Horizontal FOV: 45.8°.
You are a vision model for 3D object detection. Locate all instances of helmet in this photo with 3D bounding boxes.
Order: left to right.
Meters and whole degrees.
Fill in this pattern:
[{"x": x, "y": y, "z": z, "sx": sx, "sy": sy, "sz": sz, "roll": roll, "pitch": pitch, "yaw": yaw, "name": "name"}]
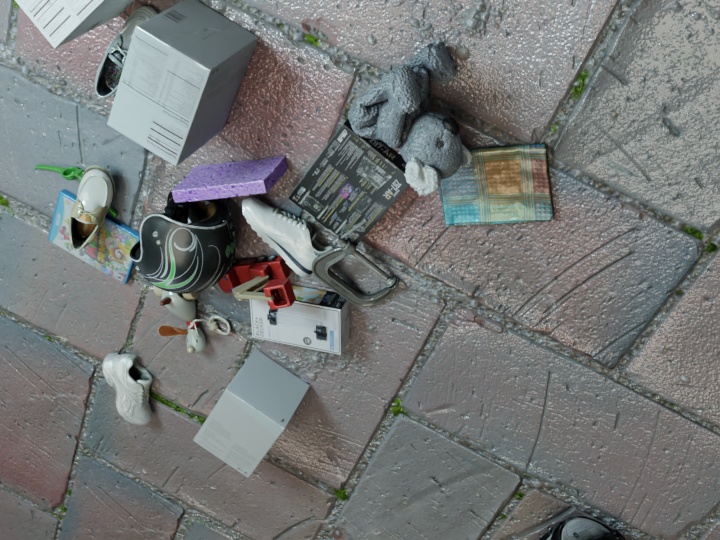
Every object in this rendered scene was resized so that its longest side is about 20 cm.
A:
[{"x": -0.347, "y": -0.048, "z": 1.673, "sx": 0.200, "sy": 0.200, "sz": 0.191, "roll": 23, "pitch": 122, "yaw": 6, "name": "helmet"}]

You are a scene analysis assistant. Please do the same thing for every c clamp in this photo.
[{"x": 0.000, "y": 0.000, "z": 1.633, "sx": 0.171, "sy": 0.027, "sz": 0.200, "roll": -26, "pitch": 130, "yaw": 27, "name": "c clamp"}]

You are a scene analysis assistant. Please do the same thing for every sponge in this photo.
[{"x": -0.246, "y": -0.171, "z": 1.601, "sx": 0.199, "sy": 0.112, "sz": 0.030, "roll": -3, "pitch": 121, "yaw": 22, "name": "sponge"}]

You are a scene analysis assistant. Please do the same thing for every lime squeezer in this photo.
[{"x": -0.587, "y": -0.187, "z": 1.776, "sx": 0.200, "sy": 0.038, "sz": 0.071, "roll": 31, "pitch": 157, "yaw": -1, "name": "lime squeezer"}]

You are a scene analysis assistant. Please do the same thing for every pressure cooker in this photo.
[{"x": 0.461, "y": 0.616, "z": 1.784, "sx": 0.178, "sy": 0.176, "sz": 0.200, "roll": 25, "pitch": 129, "yaw": 0, "name": "pressure cooker"}]

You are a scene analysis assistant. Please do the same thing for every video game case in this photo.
[{"x": -0.576, "y": -0.071, "z": 1.847, "sx": 0.200, "sy": 0.018, "sz": 0.143, "roll": 30, "pitch": 127, "yaw": 1, "name": "video game case"}]

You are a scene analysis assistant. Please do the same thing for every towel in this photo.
[{"x": 0.231, "y": -0.146, "z": 1.491, "sx": 0.199, "sy": 0.022, "sz": 0.147, "roll": -2, "pitch": 120, "yaw": 21, "name": "towel"}]

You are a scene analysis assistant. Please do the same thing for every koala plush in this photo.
[{"x": 0.096, "y": -0.230, "z": 1.399, "sx": 0.184, "sy": 0.177, "sz": 0.200, "roll": -31, "pitch": 100, "yaw": 43, "name": "koala plush"}]

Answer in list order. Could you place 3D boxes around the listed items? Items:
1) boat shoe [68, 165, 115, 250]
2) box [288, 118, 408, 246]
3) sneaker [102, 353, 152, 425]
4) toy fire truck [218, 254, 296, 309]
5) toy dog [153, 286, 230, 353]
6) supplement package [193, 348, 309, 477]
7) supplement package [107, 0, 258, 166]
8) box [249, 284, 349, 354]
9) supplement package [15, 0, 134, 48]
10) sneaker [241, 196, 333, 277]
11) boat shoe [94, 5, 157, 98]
[{"x": -0.551, "y": -0.122, "z": 1.741, "sx": 0.075, "sy": 0.069, "sz": 0.200, "roll": 16, "pitch": 131, "yaw": -12, "name": "boat shoe"}, {"x": -0.016, "y": -0.157, "z": 1.564, "sx": 0.160, "sy": 0.044, "sz": 0.200, "roll": 37, "pitch": 126, "yaw": -5, "name": "box"}, {"x": -0.530, "y": 0.283, "z": 2.016, "sx": 0.099, "sy": 0.078, "sz": 0.200, "roll": -9, "pitch": 118, "yaw": 21, "name": "sneaker"}, {"x": -0.208, "y": 0.025, "z": 1.690, "sx": 0.199, "sy": 0.141, "sz": 0.049, "roll": -6, "pitch": 118, "yaw": 23, "name": "toy fire truck"}, {"x": -0.384, "y": 0.101, "z": 1.832, "sx": 0.132, "sy": 0.096, "sz": 0.200, "roll": -21, "pitch": 111, "yaw": 30, "name": "toy dog"}, {"x": -0.239, "y": 0.314, "z": 1.876, "sx": 0.152, "sy": 0.151, "sz": 0.200, "roll": 34, "pitch": 126, "yaw": -1, "name": "supplement package"}, {"x": -0.307, "y": -0.329, "z": 1.477, "sx": 0.147, "sy": 0.191, "sz": 0.200, "roll": 31, "pitch": 126, "yaw": 1, "name": "supplement package"}, {"x": -0.124, "y": 0.095, "z": 1.752, "sx": 0.199, "sy": 0.060, "sz": 0.117, "roll": 11, "pitch": 123, "yaw": 15, "name": "box"}, {"x": -0.450, "y": -0.485, "z": 1.428, "sx": 0.156, "sy": 0.200, "sz": 0.111, "roll": -28, "pitch": 107, "yaw": 32, "name": "supplement package"}, {"x": -0.143, "y": -0.080, "z": 1.653, "sx": 0.200, "sy": 0.076, "sz": 0.080, "roll": 43, "pitch": 114, "yaw": -14, "name": "sneaker"}, {"x": -0.428, "y": -0.390, "z": 1.558, "sx": 0.070, "sy": 0.072, "sz": 0.201, "roll": 38, "pitch": 126, "yaw": -5, "name": "boat shoe"}]
